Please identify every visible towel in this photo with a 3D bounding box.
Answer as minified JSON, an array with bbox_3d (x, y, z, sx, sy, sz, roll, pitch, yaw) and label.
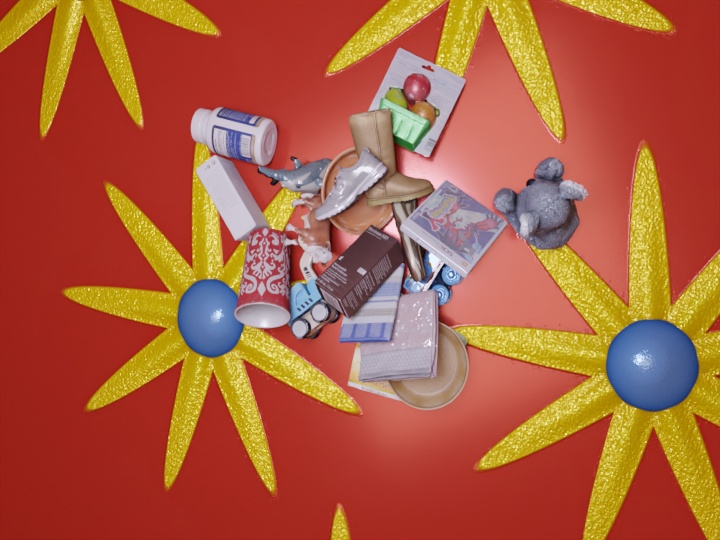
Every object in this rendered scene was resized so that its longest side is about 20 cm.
[{"bbox_3d":[0.135,0.170,1.305,0.197,0.023,0.155,35,97,4],"label":"towel"},{"bbox_3d":[0.027,0.074,1.280,0.142,0.024,0.206,-7,55,30],"label":"towel"},{"bbox_3d":[0.082,0.148,1.241,0.194,0.032,0.198,-12,61,30],"label":"towel"}]

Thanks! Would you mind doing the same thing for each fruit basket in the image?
[{"bbox_3d":[0.124,-0.392,1.294,0.181,0.094,0.205,26,82,9],"label":"fruit basket"}]

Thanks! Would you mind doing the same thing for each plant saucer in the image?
[{"bbox_3d":[0.151,0.214,1.276,0.192,0.035,0.209,1,94,8],"label":"plant saucer"},{"bbox_3d":[-0.001,-0.188,1.305,0.192,0.037,0.208,-5,105,-16],"label":"plant saucer"}]

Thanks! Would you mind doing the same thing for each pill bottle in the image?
[{"bbox_3d":[-0.312,-0.336,1.364,0.193,0.111,0.115,16,95,11],"label":"pill bottle"}]

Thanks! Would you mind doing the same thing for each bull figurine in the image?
[{"bbox_3d":[-0.115,-0.099,1.310,0.117,0.066,0.206,11,55,-6],"label":"bull figurine"}]

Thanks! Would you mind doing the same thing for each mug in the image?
[{"bbox_3d":[-0.235,0.024,1.334,0.129,0.178,0.207,12,59,-23],"label":"mug"}]

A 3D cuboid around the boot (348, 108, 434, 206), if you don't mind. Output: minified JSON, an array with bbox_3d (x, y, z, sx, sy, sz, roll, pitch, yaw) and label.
[{"bbox_3d":[0.072,-0.259,1.243,0.168,0.066,0.208,-11,107,-1],"label":"boot"}]

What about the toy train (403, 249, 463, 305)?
[{"bbox_3d":[0.188,-0.009,1.285,0.113,0.086,0.204,33,98,15],"label":"toy train"}]

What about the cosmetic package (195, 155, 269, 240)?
[{"bbox_3d":[-0.316,-0.177,1.377,0.073,0.101,0.204,-31,84,12],"label":"cosmetic package"}]

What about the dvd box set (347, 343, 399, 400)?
[{"bbox_3d":[0.055,0.197,1.345,0.141,0.029,0.208,14,94,10],"label":"dvd box set"}]

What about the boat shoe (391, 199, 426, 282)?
[{"bbox_3d":[0.127,-0.078,1.256,0.072,0.075,0.209,-14,67,1],"label":"boat shoe"}]

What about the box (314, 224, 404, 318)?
[{"bbox_3d":[0.000,0.000,1.265,0.099,0.076,0.200,29,65,39],"label":"box"}]

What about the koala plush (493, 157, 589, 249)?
[{"bbox_3d":[0.396,-0.133,1.175,0.174,0.200,0.187,-33,86,10],"label":"koala plush"}]

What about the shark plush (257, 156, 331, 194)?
[{"bbox_3d":[-0.154,-0.230,1.320,0.193,0.090,0.087,-3,88,-20],"label":"shark plush"}]

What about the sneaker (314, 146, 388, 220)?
[{"bbox_3d":[-0.032,-0.189,1.231,0.198,0.075,0.083,-38,90,16],"label":"sneaker"}]

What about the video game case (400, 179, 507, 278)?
[{"bbox_3d":[0.210,-0.099,1.230,0.180,0.023,0.200,37,54,14],"label":"video game case"}]

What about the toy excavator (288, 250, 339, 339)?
[{"bbox_3d":[-0.122,0.038,1.353,0.192,0.100,0.203,-37,76,10],"label":"toy excavator"}]
